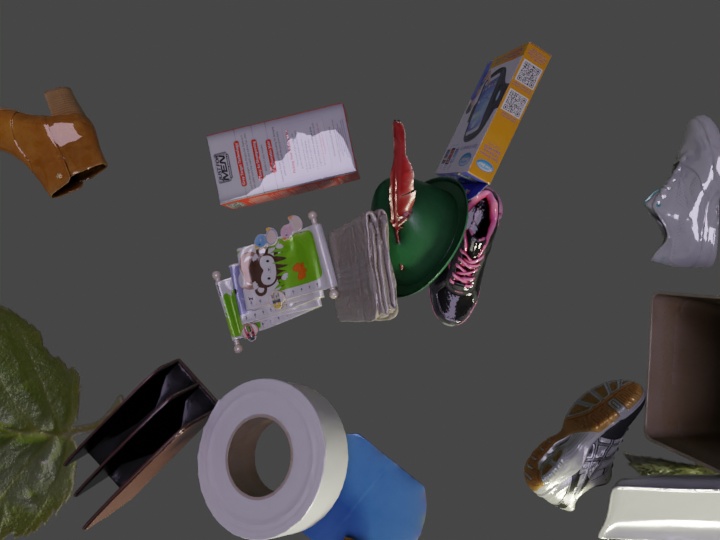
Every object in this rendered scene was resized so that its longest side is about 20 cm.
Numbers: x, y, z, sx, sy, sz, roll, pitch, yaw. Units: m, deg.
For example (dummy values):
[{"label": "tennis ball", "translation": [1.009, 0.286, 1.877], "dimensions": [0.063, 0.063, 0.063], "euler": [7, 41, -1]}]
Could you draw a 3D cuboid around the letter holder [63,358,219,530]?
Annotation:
[{"label": "letter holder", "translation": [-0.313, 0.236, 0.799], "dimensions": [0.200, 0.142, 0.101], "euler": [-45, 86, 4]}]

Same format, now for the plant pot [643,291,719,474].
[{"label": "plant pot", "translation": [0.491, 0.136, 0.707], "dimensions": [0.175, 0.200, 0.202], "euler": [4, 90, -7]}]

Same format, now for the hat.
[{"label": "hat", "translation": [0.023, -0.085, 0.721], "dimensions": [0.175, 0.166, 0.201], "euler": [25, 110, -32]}]

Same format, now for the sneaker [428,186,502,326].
[{"label": "sneaker", "translation": [0.143, -0.022, 0.783], "dimensions": [0.078, 0.095, 0.202], "euler": [15, 92, 3]}]

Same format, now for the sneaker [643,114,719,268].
[{"label": "sneaker", "translation": [0.426, -0.105, 0.773], "dimensions": [0.088, 0.075, 0.202], "euler": [2, 91, 17]}]

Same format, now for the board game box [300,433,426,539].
[{"label": "board game box", "translation": [-0.006, 0.323, 0.822], "dimensions": [0.199, 0.039, 0.158], "euler": [38, 92, -3]}]

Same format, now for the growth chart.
[{"label": "growth chart", "translation": [-0.124, 0.013, 0.828], "dimensions": [0.199, 0.018, 0.146], "euler": [-27, 80, 16]}]

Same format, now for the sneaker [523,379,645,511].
[{"label": "sneaker", "translation": [0.315, 0.236, 0.784], "dimensions": [0.088, 0.076, 0.200], "euler": [42, 97, -11]}]

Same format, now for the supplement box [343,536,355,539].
[{"label": "supplement box", "translation": [-0.025, 0.470, 0.787], "dimensions": [0.066, 0.069, 0.202], "euler": [20, 105, 1]}]

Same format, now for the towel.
[{"label": "towel", "translation": [0.000, 0.000, 0.752], "dimensions": [0.034, 0.200, 0.134], "euler": [-6, 88, -18]}]

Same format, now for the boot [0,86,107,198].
[{"label": "boot", "translation": [-0.487, -0.171, 0.856], "dimensions": [0.200, 0.071, 0.145], "euler": [-24, 84, 0]}]

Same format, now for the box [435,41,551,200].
[{"label": "box", "translation": [0.165, -0.191, 0.768], "dimensions": [0.041, 0.119, 0.201], "euler": [27, 91, -15]}]

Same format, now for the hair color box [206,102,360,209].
[{"label": "hair color box", "translation": [-0.107, -0.160, 0.825], "dimensions": [0.198, 0.061, 0.103], "euler": [-12, 88, 4]}]

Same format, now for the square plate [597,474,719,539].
[{"label": "square plate", "translation": [0.404, 0.294, 0.718], "dimensions": [0.196, 0.201, 0.029], "euler": [-5, 50, 12]}]

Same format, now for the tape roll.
[{"label": "tape roll", "translation": [-0.120, 0.249, 0.780], "dimensions": [0.201, 0.071, 0.205], "euler": [-7, 72, 23]}]
